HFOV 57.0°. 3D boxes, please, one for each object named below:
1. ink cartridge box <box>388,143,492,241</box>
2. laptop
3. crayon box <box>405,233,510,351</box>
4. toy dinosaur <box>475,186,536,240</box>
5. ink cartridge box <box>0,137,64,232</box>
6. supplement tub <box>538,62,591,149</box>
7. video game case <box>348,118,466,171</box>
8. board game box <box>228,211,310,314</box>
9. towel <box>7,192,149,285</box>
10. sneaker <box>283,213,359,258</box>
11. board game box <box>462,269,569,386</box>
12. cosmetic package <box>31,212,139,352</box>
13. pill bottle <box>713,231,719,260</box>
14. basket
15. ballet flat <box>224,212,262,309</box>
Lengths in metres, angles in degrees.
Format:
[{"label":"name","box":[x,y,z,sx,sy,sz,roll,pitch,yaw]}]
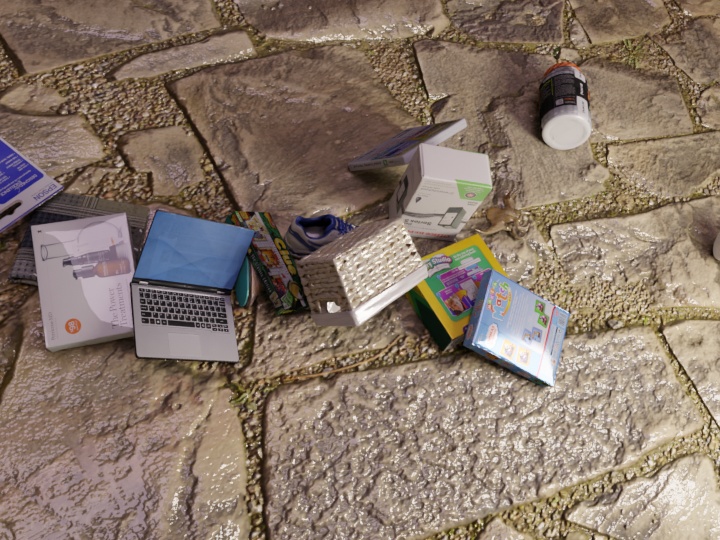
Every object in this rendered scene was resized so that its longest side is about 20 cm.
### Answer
[{"label":"ink cartridge box","box":[0.152,-0.149,1.318,0.143,0.201,0.085,6,60,-14]},{"label":"laptop","box":[-0.263,0.033,1.079,0.186,0.115,0.203,10,57,-42]},{"label":"crayon box","box":[0.196,0.039,1.303,0.198,0.058,0.174,-22,67,-28]},{"label":"toy dinosaur","box":[0.317,-0.104,1.443,0.100,0.059,0.200,26,46,17]},{"label":"ink cartridge box","box":[-0.657,-0.135,1.143,0.199,0.047,0.198,38,55,5]},{"label":"supplement tub","box":[0.502,-0.410,1.636,0.121,0.123,0.202,14,57,-9]},{"label":"video game case","box":[0.098,-0.264,1.399,0.199,0.181,0.022,-35,113,-32]},{"label":"board game box","box":[-0.157,-0.017,1.197,0.202,0.023,0.104,61,24,11]},{"label":"towel","box":[-0.480,-0.046,1.158,0.197,0.035,0.195,9,55,-10]},{"label":"sneaker","box":[-0.045,-0.065,1.271,0.197,0.088,0.076,-3,59,-21]},{"label":"board game box","box":[0.298,0.110,1.254,0.198,0.036,0.153,28,69,-20]},{"label":"cosmetic package","box":[-0.441,0.017,1.079,0.149,0.052,0.203,-11,78,-14]},{"label":"pill bottle","box":[0.944,-0.032,1.555,0.198,0.115,0.115,22,55,-3]},{"label":"basket","box":[0.000,0.000,1.186,0.199,0.135,0.125,-33,107,-36]},{"label":"ballet flat","box":[-0.198,-0.022,1.211,0.066,0.068,0.202,5,58,-34]}]
